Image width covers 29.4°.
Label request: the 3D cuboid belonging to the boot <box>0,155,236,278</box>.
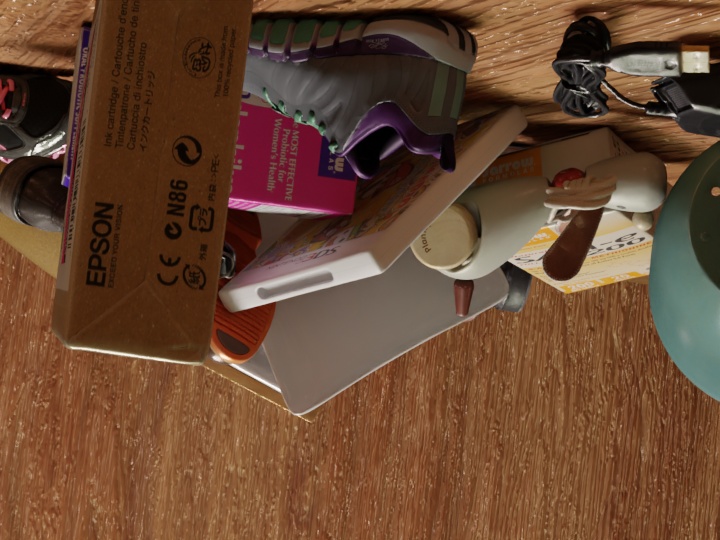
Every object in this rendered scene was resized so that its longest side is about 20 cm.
[{"bbox_3d":[-0.161,-0.032,1.041,0.173,0.070,0.199,25,-160,28],"label":"boot"}]

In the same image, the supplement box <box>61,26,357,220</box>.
[{"bbox_3d":[-0.103,-0.098,0.957,0.197,0.103,0.103,6,179,-14],"label":"supplement box"}]

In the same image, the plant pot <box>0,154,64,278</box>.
[{"bbox_3d":[-0.275,-0.085,1.258,0.198,0.189,0.186,26,170,-25],"label":"plant pot"}]

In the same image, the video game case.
[{"bbox_3d":[0.008,-0.046,1.020,0.181,0.023,0.200,-15,-157,49],"label":"video game case"}]

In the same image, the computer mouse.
[{"bbox_3d":[0.198,-0.104,0.732,0.197,0.047,0.140,11,175,16],"label":"computer mouse"}]

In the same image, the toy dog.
[{"bbox_3d":[0.127,-0.022,1.016,0.198,0.098,0.132,-5,-164,34],"label":"toy dog"}]

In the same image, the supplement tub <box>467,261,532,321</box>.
[{"bbox_3d":[0.054,-0.014,1.239,0.197,0.109,0.107,9,178,-6],"label":"supplement tub"}]

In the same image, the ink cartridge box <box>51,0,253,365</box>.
[{"bbox_3d":[-0.113,-0.058,0.719,0.074,0.203,0.165,7,177,-15],"label":"ink cartridge box"}]

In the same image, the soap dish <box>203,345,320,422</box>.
[{"bbox_3d":[-0.100,0.029,1.299,0.198,0.159,0.081,29,166,-10],"label":"soap dish"}]

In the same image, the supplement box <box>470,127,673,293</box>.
[{"bbox_3d":[0.190,-0.045,1.164,0.125,0.075,0.199,-13,161,28],"label":"supplement box"}]

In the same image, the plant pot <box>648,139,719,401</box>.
[{"bbox_3d":[0.293,-0.011,0.953,0.198,0.204,0.161,6,167,19],"label":"plant pot"}]

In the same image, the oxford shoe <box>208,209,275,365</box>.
[{"bbox_3d":[-0.117,0.013,1.100,0.071,0.073,0.201,36,-153,-28],"label":"oxford shoe"}]

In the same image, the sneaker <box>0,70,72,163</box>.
[{"bbox_3d":[-0.319,-0.138,1.121,0.197,0.080,0.095,5,166,19],"label":"sneaker"}]

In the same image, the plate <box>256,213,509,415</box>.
[{"bbox_3d":[0.000,0.000,1.125,0.198,0.201,0.032,-30,144,3],"label":"plate"}]

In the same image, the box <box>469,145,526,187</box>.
[{"bbox_3d":[0.107,-0.093,1.286,0.197,0.041,0.137,6,178,-2],"label":"box"}]

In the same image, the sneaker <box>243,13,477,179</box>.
[{"bbox_3d":[-0.023,-0.100,0.812,0.198,0.089,0.074,4,177,42],"label":"sneaker"}]
